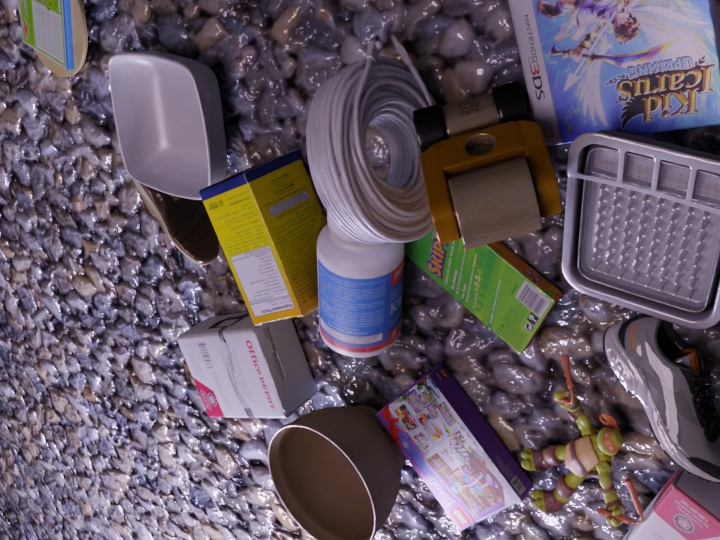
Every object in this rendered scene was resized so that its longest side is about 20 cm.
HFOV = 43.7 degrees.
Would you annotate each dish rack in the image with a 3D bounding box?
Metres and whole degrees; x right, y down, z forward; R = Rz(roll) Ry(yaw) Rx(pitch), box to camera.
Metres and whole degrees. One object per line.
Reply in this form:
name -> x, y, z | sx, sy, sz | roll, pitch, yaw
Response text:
dish rack -> 0.285, -0.045, 0.880 | 0.169, 0.044, 0.202 | 19, 136, 26

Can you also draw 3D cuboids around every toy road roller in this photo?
toy road roller -> 0.134, -0.085, 0.930 | 0.121, 0.202, 0.147 | -14, 135, 9

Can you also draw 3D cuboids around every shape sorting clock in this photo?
shape sorting clock -> -0.484, -0.406, 1.408 | 0.198, 0.039, 0.203 | 23, 127, 33

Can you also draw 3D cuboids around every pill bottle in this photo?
pill bottle -> 0.000, 0.000, 1.126 | 0.111, 0.112, 0.203 | 26, 135, 29

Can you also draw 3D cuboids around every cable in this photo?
cable -> 0.022, -0.129, 0.987 | 0.069, 0.201, 0.201 | -8, 130, 44

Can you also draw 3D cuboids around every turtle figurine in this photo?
turtle figurine -> 0.257, 0.212, 1.061 | 0.161, 0.064, 0.203 | -47, 60, 49

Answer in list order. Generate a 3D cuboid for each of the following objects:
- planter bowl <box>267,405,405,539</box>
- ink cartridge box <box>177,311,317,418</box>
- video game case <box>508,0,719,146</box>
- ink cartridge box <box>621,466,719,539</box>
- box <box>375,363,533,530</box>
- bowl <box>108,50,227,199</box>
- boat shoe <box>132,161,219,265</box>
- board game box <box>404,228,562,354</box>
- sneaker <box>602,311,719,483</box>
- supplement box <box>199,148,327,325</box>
planter bowl -> -0.018, 0.279, 1.292 | 0.198, 0.134, 0.204 | 21, 124, 33
ink cartridge box -> -0.176, 0.146, 1.399 | 0.198, 0.083, 0.148 | -8, 106, 43
video game case -> 0.244, -0.220, 0.851 | 0.198, 0.045, 0.184 | -1, 112, 42
ink cartridge box -> 0.372, 0.324, 1.002 | 0.146, 0.082, 0.202 | 38, 132, 20
box -> 0.123, 0.240, 1.213 | 0.201, 0.039, 0.137 | 53, 135, 6
bowl -> -0.265, -0.216, 1.290 | 0.198, 0.074, 0.203 | 18, 123, 35
boat shoe -> -0.286, -0.084, 1.396 | 0.201, 0.071, 0.076 | 55, 151, 14
board game box -> 0.140, 0.001, 1.077 | 0.199, 0.030, 0.096 | 40, 134, 17
sneaker -> 0.337, 0.133, 0.940 | 0.079, 0.074, 0.202 | -38, 85, 41
supplement box -> -0.115, -0.043, 1.223 | 0.108, 0.109, 0.203 | -12, 103, 45
